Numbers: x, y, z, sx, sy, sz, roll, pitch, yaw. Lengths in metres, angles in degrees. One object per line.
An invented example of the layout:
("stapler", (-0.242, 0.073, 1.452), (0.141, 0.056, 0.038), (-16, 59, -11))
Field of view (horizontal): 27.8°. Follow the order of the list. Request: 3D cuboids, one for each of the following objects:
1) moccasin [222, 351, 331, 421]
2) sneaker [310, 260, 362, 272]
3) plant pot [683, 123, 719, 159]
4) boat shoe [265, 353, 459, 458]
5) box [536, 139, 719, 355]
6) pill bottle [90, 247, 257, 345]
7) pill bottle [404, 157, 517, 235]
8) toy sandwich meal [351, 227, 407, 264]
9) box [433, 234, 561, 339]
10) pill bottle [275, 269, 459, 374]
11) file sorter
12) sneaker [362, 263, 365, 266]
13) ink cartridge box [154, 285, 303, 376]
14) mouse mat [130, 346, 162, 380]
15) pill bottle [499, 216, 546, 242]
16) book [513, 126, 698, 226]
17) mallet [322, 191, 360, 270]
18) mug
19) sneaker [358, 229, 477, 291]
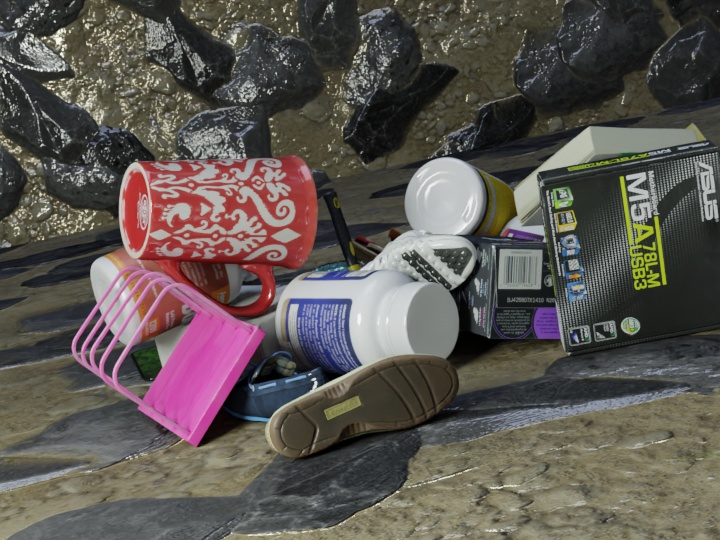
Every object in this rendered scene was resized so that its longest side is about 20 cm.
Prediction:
("moccasin", (-0.084, 0.121, 1.556), (0.080, 0.069, 0.199), (-19, 12, -39))
("sneaker", (-0.061, 0.059, 1.863), (0.077, 0.087, 0.200), (1, -22, -31))
("plant pot", (0.392, -0.052, 1.730), (0.141, 0.201, 0.200), (-34, 6, 11))
("boat shoe", (-0.002, 0.129, 1.438), (0.198, 0.072, 0.076), (-14, -1, -15))
("box", (0.297, -0.023, 1.555), (0.191, 0.202, 0.048), (-9, 17, 5))
("pill bottle", (-0.214, 0.003, 1.752), (0.199, 0.113, 0.112), (-25, 15, -25))
("pill bottle", (0.145, -0.077, 1.904), (0.110, 0.113, 0.200), (-6, -9, 26))
("toy sandwich meal", (0.075, -0.016, 1.920), (0.204, 0.071, 0.205), (27, 3, -1))
("box", (0.160, 0.015, 1.699), (0.121, 0.107, 0.200), (2, 4, -22))
("pill bottle", (0.009, 0.060, 1.648), (0.199, 0.121, 0.119), (-1, 14, 46))
("file sorter", (-0.219, 0.082, 1.582), (0.140, 0.125, 0.200), (-58, 22, -9))
("sneaker", (0.028, 0.039, 1.942), (0.079, 0.075, 0.200), (10, 11, -2))
("ink cartridge box", (-0.137, 0.078, 1.792), (0.199, 0.085, 0.145), (-2, 17, 43))
("mouse mat", (-0.225, 0.110, 1.957), (0.159, 0.008, 0.200), (-13, 11, -13))
("pill bottle", (0.253, -0.011, 1.796), (0.110, 0.113, 0.200), (-14, 11, -16))
("book", (0.275, -0.109, 1.647), (0.132, 0.049, 0.200), (-1, -19, -19))
("mallet", (0.000, 0.000, 1.781), (0.041, 0.202, 0.065), (-19, -9, 42))
("mug", (-0.161, -0.048, 1.651), (0.198, 0.179, 0.133), (0, -23, -29))
("sneaker", (0.070, -0.017, 1.678), (0.199, 0.075, 0.081), (-16, 32, 55))
